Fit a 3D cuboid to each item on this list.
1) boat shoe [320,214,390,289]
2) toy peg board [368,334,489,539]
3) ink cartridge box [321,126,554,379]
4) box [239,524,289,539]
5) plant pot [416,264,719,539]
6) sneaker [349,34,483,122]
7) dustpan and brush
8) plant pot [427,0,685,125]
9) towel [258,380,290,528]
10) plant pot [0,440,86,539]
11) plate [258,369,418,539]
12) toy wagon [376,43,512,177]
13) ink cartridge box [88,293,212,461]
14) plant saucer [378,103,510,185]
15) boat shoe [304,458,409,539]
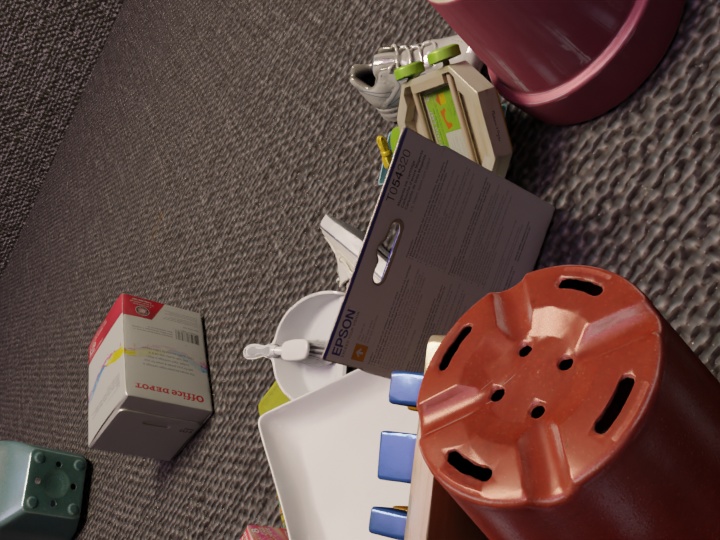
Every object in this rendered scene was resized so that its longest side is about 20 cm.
[{"bbox_3d":[0.000,0.000,0.880,0.200,0.070,0.070,42,106,47],"label":"boat shoe"},{"bbox_3d":[0.064,0.166,0.566,0.097,0.198,0.203,-2,74,37],"label":"toy peg board"},{"bbox_3d":[0.067,0.002,0.664,0.043,0.198,0.199,21,90,55],"label":"ink cartridge box"},{"bbox_3d":[-0.068,0.366,0.767,0.101,0.095,0.200,-62,35,11],"label":"box"},{"bbox_3d":[0.143,0.114,0.453,0.199,0.195,0.202,-30,34,23],"label":"plant pot"},{"bbox_3d":[0.063,-0.229,0.882,0.199,0.086,0.076,-13,62,50],"label":"sneaker"},{"bbox_3d":[-0.088,0.102,0.950,0.199,0.057,0.142,-14,71,59],"label":"dustpan and brush"},{"bbox_3d":[0.158,-0.258,0.682,0.199,0.177,0.203,-29,52,45],"label":"plant pot"},{"bbox_3d":[-0.091,0.221,0.940,0.086,0.018,0.201,-51,39,26],"label":"towel"},{"bbox_3d":[-0.635,0.430,1.459,0.199,0.195,0.199,-27,52,35],"label":"plant pot"},{"bbox_3d":[0.015,0.184,0.720,0.198,0.032,0.201,-26,48,1],"label":"plate"},{"bbox_3d":[0.079,-0.139,0.781,0.199,0.039,0.157,4,113,65],"label":"toy wagon"},{"bbox_3d":[-0.335,0.170,1.194,0.145,0.144,0.201,-49,39,29],"label":"ink cartridge box"},{"bbox_3d":[0.092,-0.137,0.858,0.199,0.019,0.071,-1,74,55],"label":"plant saucer"},{"bbox_3d":[0.009,0.230,0.755,0.072,0.068,0.199,-40,48,-17],"label":"boat shoe"}]
